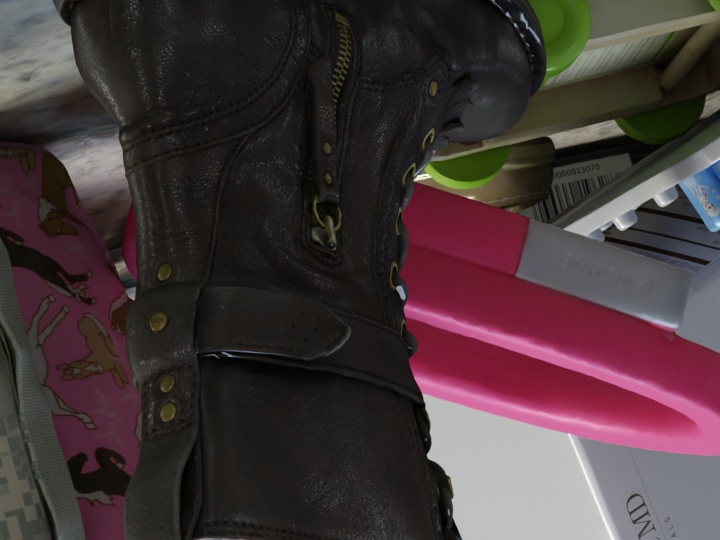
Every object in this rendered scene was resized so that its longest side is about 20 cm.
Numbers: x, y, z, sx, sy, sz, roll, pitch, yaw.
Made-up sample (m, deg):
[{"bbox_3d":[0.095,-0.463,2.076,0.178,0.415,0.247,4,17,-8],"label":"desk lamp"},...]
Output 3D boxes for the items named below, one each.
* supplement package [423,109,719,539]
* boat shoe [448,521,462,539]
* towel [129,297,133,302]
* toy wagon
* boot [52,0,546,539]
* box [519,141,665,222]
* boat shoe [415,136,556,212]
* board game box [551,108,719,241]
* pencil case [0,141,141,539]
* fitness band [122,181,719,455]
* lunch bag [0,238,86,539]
[{"bbox_3d":[0.131,0.032,1.008,0.200,0.121,0.120,-33,-157,-23],"label":"supplement package"},{"bbox_3d":[0.029,0.090,1.104,0.200,0.063,0.073,13,163,-16],"label":"boat shoe"},{"bbox_3d":[-0.145,0.042,0.983,0.200,0.023,0.145,-9,-158,-33],"label":"towel"},{"bbox_3d":[0.051,-0.063,0.845,0.200,0.040,0.155,-13,171,-9],"label":"toy wagon"},{"bbox_3d":[-0.006,0.004,0.674,0.069,0.174,0.200,-23,161,33],"label":"boot"},{"bbox_3d":[0.093,0.020,1.196,0.122,0.106,0.200,-11,169,-17],"label":"box"},{"bbox_3d":[0.000,0.000,1.053,0.200,0.065,0.072,-22,168,39],"label":"boat shoe"},{"bbox_3d":[0.140,-0.050,0.892,0.200,0.026,0.200,-34,180,-27],"label":"board game box"},{"bbox_3d":[-0.089,0.052,0.811,0.083,0.200,0.087,-39,151,13],"label":"pencil case"},{"bbox_3d":[0.025,0.013,0.824,0.200,0.037,0.144,18,166,-9],"label":"fitness band"},{"bbox_3d":[-0.174,0.043,0.712,0.200,0.164,0.118,-19,173,19],"label":"lunch bag"}]
